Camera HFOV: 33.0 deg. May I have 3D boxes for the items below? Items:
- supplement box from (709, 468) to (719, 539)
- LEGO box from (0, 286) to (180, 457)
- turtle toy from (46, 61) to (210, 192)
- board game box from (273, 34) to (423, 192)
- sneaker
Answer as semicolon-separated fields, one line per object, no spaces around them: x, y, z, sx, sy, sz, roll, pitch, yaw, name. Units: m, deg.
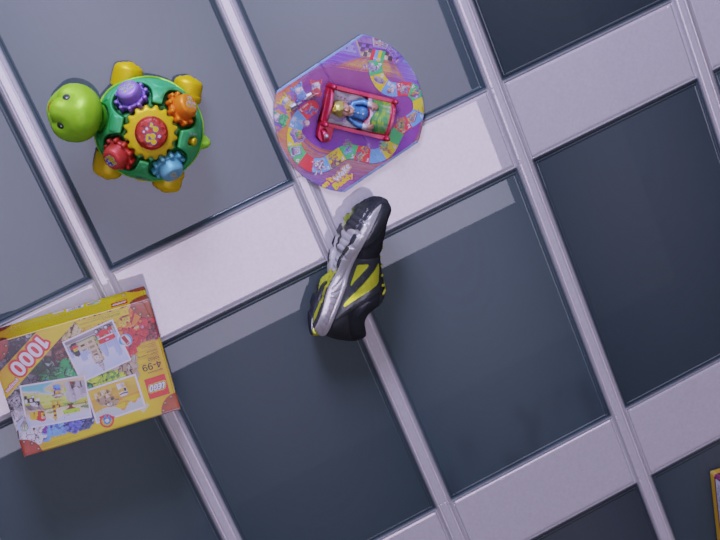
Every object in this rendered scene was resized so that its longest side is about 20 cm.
0.590;0.362;1.713;0.102;0.200;0.133;-12;105;-10;supplement box
-0.341;0.124;1.510;0.198;0.077;0.151;-17;104;-9;LEGO box
-0.275;-0.173;1.453;0.198;0.101;0.148;11;98;-15;turtle toy
-0.009;-0.196;1.542;0.199;0.039;0.159;-34;106;-4;board game box
0.000;0.000;1.576;0.084;0.075;0.202;20;105;-22;sneaker
